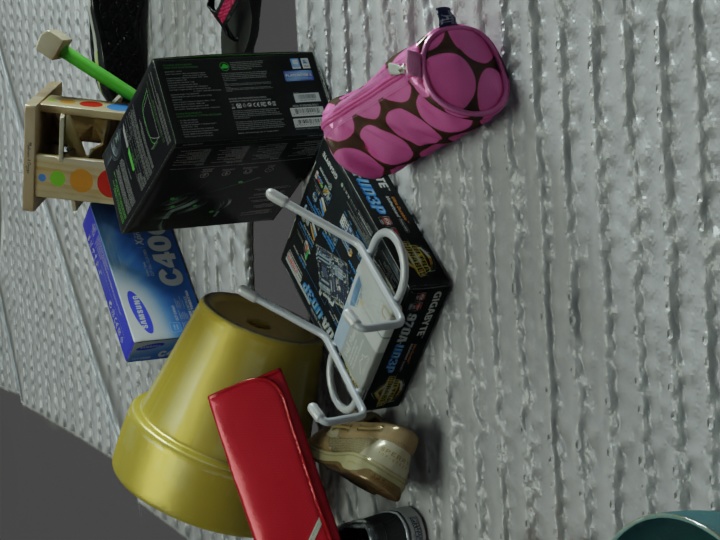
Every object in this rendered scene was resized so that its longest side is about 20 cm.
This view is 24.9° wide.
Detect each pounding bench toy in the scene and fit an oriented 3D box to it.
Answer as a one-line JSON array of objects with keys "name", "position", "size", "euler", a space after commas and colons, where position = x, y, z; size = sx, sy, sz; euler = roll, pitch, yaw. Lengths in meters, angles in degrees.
[{"name": "pounding bench toy", "position": [-0.298, -0.173, 1.889], "size": [0.124, 0.154, 0.203], "euler": [-77, -8, -71]}]

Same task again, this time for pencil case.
[{"name": "pencil case", "position": [0.037, -0.137, 1.342], "size": [0.200, 0.093, 0.092], "euler": [-30, 68, 60]}]

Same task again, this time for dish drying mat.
[{"name": "dish drying mat", "position": [-0.075, 0.194, 1.488], "size": [0.018, 0.076, 0.202], "euler": [55, -165, -74]}]

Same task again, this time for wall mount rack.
[{"name": "wall mount rack", "position": [-0.032, 0.029, 1.422], "size": [0.175, 0.074, 0.201], "euler": [59, 142, 38]}]

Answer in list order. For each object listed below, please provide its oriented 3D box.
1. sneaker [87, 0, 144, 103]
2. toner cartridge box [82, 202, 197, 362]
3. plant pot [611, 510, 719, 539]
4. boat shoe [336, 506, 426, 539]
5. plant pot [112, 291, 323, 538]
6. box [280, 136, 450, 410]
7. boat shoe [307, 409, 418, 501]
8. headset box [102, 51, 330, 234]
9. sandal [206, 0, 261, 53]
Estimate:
[{"name": "sneaker", "position": [-0.307, -0.298, 1.985], "size": [0.083, 0.071, 0.203], "euler": [28, 119, 59]}, {"name": "toner cartridge box", "position": [-0.254, 0.009, 1.915], "size": [0.043, 0.094, 0.202], "euler": [-60, 45, 47]}, {"name": "plant pot", "position": [0.245, 0.234, 0.968], "size": [0.200, 0.133, 0.203], "euler": [20, 112, 60]}, {"name": "boat shoe", "position": [-0.011, 0.270, 1.529], "size": [0.200, 0.067, 0.073], "euler": [-36, 63, 58]}, {"name": "plant pot", "position": [-0.126, 0.132, 1.609], "size": [0.201, 0.199, 0.191], "euler": [37, 112, 54]}, {"name": "box", "position": [0.000, 0.000, 1.484], "size": [0.201, 0.046, 0.160], "euler": [61, 144, 37]}, {"name": "boat shoe", "position": [0.005, 0.163, 1.495], "size": [0.065, 0.071, 0.200], "euler": [-61, 18, -9]}, {"name": "headset box", "position": [-0.143, -0.120, 1.600], "size": [0.200, 0.172, 0.094], "euler": [-49, 53, 55]}, {"name": "sandal", "position": [-0.129, -0.301, 1.677], "size": [0.075, 0.045, 0.202], "euler": [50, 137, 47]}]
